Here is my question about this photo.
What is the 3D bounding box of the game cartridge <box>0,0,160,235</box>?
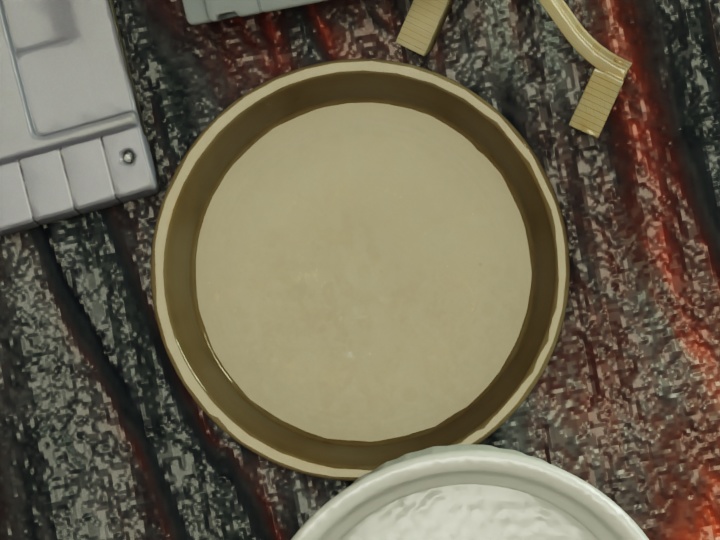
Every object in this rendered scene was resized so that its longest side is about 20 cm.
[{"bbox_3d":[-0.183,-0.117,1.437,0.129,0.038,0.201,-15,86,-1],"label":"game cartridge"}]

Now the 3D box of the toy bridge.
[{"bbox_3d":[0.038,-0.136,1.413,0.199,0.027,0.067,27,110,5],"label":"toy bridge"}]

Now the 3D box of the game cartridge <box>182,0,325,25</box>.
[{"bbox_3d":[-0.001,-0.195,1.373,0.199,0.040,0.134,-9,106,18],"label":"game cartridge"}]

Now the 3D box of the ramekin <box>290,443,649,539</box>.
[{"bbox_3d":[0.049,0.174,1.356,0.199,0.098,0.202,0,96,2],"label":"ramekin"}]

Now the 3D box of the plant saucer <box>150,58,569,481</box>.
[{"bbox_3d":[0.000,0.000,1.418,0.199,0.029,0.201,0,86,3],"label":"plant saucer"}]
